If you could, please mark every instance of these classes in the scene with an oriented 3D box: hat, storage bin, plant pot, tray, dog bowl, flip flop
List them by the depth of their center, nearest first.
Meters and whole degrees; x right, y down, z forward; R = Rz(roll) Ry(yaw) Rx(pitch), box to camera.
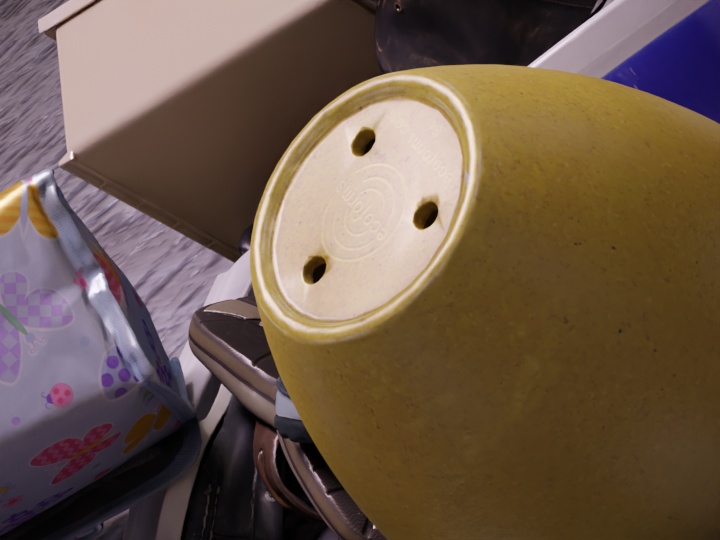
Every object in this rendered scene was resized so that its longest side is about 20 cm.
[{"bbox_3d":[0.043,0.006,1.065,0.199,0.142,0.201,-23,51,32],"label":"plant pot"},{"bbox_3d":[0.113,-0.060,1.262,0.200,0.079,0.200,-37,-4,-3],"label":"dog bowl"},{"bbox_3d":[-0.018,0.072,1.276,0.081,0.058,0.200,-3,25,-29],"label":"flip flop"},{"bbox_3d":[0.053,-0.116,1.369,0.201,0.200,0.081,-160,83,-72],"label":"hat"},{"bbox_3d":[-0.080,0.067,1.437,0.200,0.022,0.108,-69,-6,-63],"label":"tray"},{"bbox_3d":[-0.024,-0.098,1.555,0.199,0.198,0.094,-29,52,29],"label":"storage bin"}]

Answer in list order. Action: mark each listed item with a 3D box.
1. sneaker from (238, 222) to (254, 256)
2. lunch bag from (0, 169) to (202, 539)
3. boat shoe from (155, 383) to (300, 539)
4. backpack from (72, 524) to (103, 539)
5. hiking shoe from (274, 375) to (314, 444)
[{"bbox_3d":[0.019,-0.031,1.492,0.199,0.084,0.077,-31,17,25],"label":"sneaker"},{"bbox_3d":[-0.161,0.061,1.274,0.169,0.128,0.200,-28,-11,-3],"label":"lunch bag"},{"bbox_3d":[-0.036,0.073,1.365,0.200,0.066,0.075,-63,-16,-60],"label":"boat shoe"},{"bbox_3d":[-0.237,0.115,1.479,0.200,0.177,0.151,-24,51,44],"label":"backpack"},{"bbox_3d":[0.000,0.000,1.263,0.200,0.074,0.087,-103,21,-67],"label":"hiking shoe"}]
